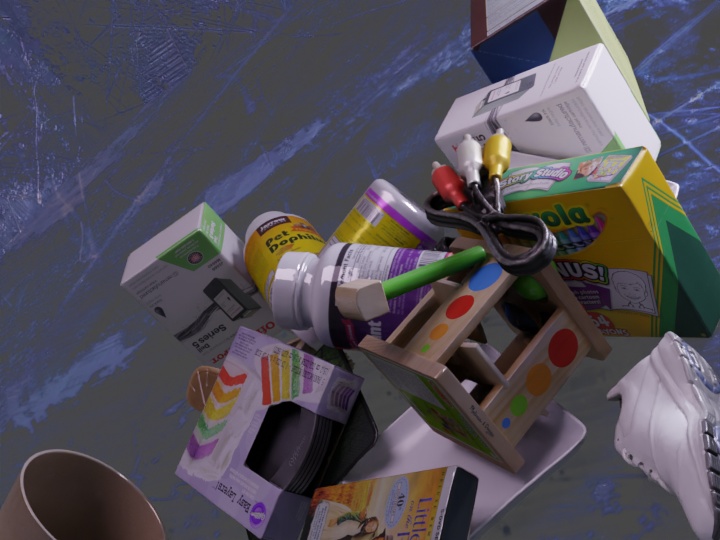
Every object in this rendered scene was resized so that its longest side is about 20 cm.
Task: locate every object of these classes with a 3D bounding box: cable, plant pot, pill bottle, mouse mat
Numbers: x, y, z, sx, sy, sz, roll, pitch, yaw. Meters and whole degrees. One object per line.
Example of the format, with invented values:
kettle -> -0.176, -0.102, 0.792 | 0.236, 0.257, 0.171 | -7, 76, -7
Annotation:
cable -> 0.096, -0.053, 0.749 | 0.097, 0.050, 0.200 | -29, 26, 12
plant pot -> -0.353, 0.340, 1.022 | 0.200, 0.187, 0.187 | -51, 23, 11
pill bottle -> -0.089, -0.005, 1.197 | 0.109, 0.109, 0.200 | -40, 35, 0
mouse mat -> -0.067, 0.185, 0.954 | 0.200, 0.008, 0.161 | -49, 38, 17
pill bottle -> 0.000, 0.000, 1.054 | 0.200, 0.104, 0.104 | -52, 24, 8
pill bottle -> 0.015, 0.030, 0.941 | 0.199, 0.112, 0.112 | 6, 42, 15

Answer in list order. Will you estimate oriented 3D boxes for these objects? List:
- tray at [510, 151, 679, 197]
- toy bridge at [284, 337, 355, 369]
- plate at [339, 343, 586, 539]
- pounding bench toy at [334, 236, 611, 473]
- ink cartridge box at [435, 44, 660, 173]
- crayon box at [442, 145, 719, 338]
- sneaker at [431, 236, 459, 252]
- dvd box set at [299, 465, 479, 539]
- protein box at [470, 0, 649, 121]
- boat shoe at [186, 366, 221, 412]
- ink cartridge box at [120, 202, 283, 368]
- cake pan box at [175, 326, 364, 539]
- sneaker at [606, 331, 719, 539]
tray -> 0.217, -0.065, 0.939 | 0.199, 0.022, 0.108 | 14, 58, 21
toy bridge -> -0.077, 0.113, 1.154 | 0.200, 0.027, 0.067 | -6, 39, 50
plate -> 0.089, 0.174, 0.821 | 0.199, 0.032, 0.200 | -41, 25, -3
pounding bench toy -> 0.091, 0.036, 0.771 | 0.156, 0.200, 0.124 | -48, 27, -15
ink cartridge box -> 0.209, -0.146, 1.024 | 0.200, 0.146, 0.084 | -14, 36, 44
crayon box -> 0.198, -0.017, 0.814 | 0.200, 0.173, 0.058 | -5, 42, 51
sneaker -> 0.096, 0.010, 1.009 | 0.200, 0.091, 0.076 | -32, 27, 23
dvd box set -> 0.008, 0.244, 0.753 | 0.200, 0.029, 0.147 | -24, 41, 49
protein box -> 0.243, -0.272, 1.135 | 0.135, 0.199, 0.200 | -28, 28, 24
boat shoe -> -0.118, 0.162, 1.075 | 0.200, 0.069, 0.074 | 20, 90, 38
ink cartridge box -> -0.212, 0.028, 1.278 | 0.145, 0.200, 0.084 | -33, 28, 15
cake pan box -> -0.098, 0.168, 0.953 | 0.200, 0.052, 0.185 | 17, 83, 52
sneaker -> 0.235, 0.132, 0.664 | 0.087, 0.074, 0.200 | -43, 16, 24
